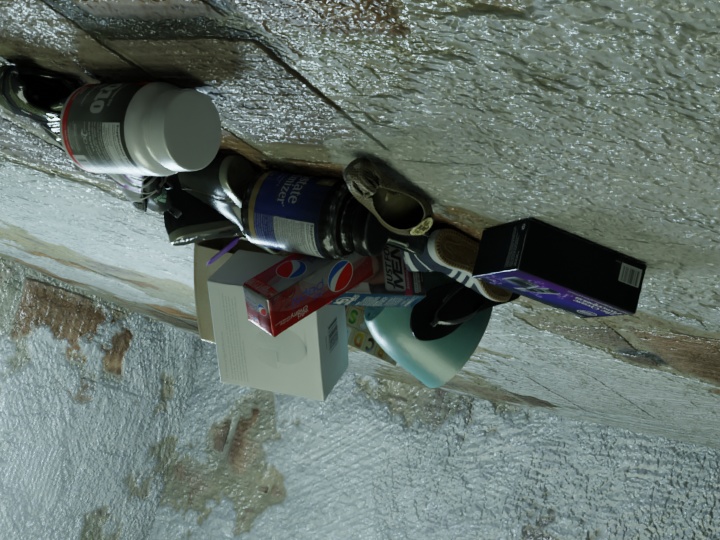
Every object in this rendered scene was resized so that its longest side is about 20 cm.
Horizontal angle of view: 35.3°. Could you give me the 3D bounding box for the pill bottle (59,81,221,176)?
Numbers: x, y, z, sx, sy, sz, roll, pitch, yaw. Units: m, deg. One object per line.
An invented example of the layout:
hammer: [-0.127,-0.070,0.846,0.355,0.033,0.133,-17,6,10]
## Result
pill bottle: [-0.273,-0.176,1.407,0.198,0.115,0.113,6,166,40]

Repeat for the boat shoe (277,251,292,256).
boat shoe: [-0.104,-0.056,1.904,0.069,0.075,0.199,30,159,-27]

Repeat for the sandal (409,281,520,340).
sandal: [0.166,0.048,1.811,0.198,0.077,0.043,-28,-176,4]

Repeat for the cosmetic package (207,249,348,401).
cosmetic package: [-0.134,0.089,1.891,0.197,0.202,0.123,8,-151,20]

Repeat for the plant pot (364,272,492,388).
plant pot: [0.104,0.072,1.927,0.160,0.202,0.200,32,165,-15]

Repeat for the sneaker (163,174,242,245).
sneaker: [-0.219,-0.111,1.774,0.198,0.108,0.075,-12,170,-37]

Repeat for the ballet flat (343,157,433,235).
ballet flat: [0.045,-0.089,1.515,0.200,0.067,0.046,37,-168,-52]

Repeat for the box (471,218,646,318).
box: [0.280,0.001,1.608,0.198,0.080,0.141,19,171,-18]

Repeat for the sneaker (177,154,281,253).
sneaker: [-0.187,-0.104,1.701,0.105,0.075,0.201,8,146,34]

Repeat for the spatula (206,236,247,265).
spatula: [-0.153,-0.056,1.774,0.198,0.021,0.057,-23,175,-14]

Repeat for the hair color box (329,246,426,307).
hair color box: [0.000,0.000,1.780,0.198,0.101,0.060,2,159,-25]

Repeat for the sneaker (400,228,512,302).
sneaker: [0.147,-0.009,1.756,0.108,0.071,0.199,0,156,47]

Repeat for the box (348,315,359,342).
box: [-0.028,0.062,2.125,0.045,0.161,0.200,19,169,-7]

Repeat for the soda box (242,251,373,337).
soda box: [-0.074,0.013,1.645,0.063,0.199,0.071,29,138,40]

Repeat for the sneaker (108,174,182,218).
sneaker: [-0.302,-0.132,1.646,0.141,0.078,0.199,55,162,-21]

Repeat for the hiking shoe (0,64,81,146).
hiking shoe: [-0.389,-0.210,1.505,0.199,0.077,0.100,24,170,-33]

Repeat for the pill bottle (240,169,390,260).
pill bottle: [-0.061,-0.077,1.609,0.198,0.113,0.112,10,168,25]

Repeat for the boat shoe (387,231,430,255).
boat shoe: [0.017,-0.062,1.701,0.198,0.061,0.075,8,172,43]

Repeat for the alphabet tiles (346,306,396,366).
alphabet tiles: [0.029,0.066,2.043,0.007,0.169,0.199,13,170,45]

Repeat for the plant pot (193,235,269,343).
plant pot: [-0.200,0.045,2.073,0.197,0.179,0.200,15,-168,7]
